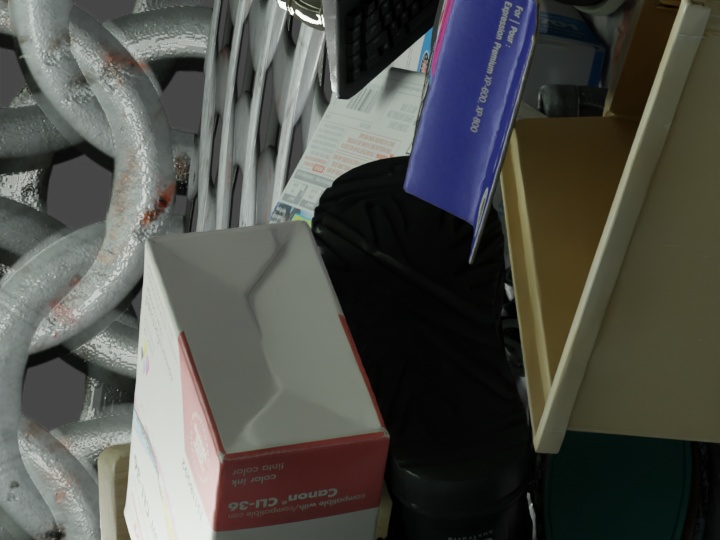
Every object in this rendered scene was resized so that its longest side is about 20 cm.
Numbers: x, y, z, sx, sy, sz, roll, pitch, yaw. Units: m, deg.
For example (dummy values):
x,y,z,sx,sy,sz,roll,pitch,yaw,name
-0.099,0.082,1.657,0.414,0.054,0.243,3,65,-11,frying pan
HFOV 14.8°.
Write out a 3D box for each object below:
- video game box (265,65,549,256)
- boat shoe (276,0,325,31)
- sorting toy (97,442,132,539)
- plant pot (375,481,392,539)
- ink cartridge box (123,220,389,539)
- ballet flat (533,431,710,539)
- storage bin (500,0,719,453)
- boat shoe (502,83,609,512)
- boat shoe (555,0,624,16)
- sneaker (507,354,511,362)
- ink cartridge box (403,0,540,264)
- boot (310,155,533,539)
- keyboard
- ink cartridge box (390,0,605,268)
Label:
x,y,z,sx,sy,sz,roll,pitch,yaw,name
0.000,0.000,1.232,0.182,0.047,0.200,-59,19,-2,video game box
0.032,-0.194,1.304,0.202,0.060,0.072,-57,-31,-16,boat shoe
-0.018,0.174,1.331,0.070,0.200,0.199,14,109,59,sorting toy
0.019,0.174,1.216,0.134,0.200,0.200,-14,69,61,plant pot
-0.045,0.093,1.071,0.200,0.067,0.116,97,158,-44,ink cartridge box
0.107,0.064,1.120,0.074,0.074,0.200,113,162,-60,ballet flat
0.120,-0.070,0.999,0.199,0.094,0.200,-95,14,-48,storage bin
0.086,0.017,1.218,0.074,0.068,0.199,-110,29,-70,boat shoe
0.105,-0.167,1.254,0.201,0.061,0.072,133,143,-74,boat shoe
0.050,0.023,1.472,0.200,0.075,0.082,-107,30,-41,sneaker
0.046,-0.090,1.064,0.200,0.037,0.095,-83,7,-62,ink cartridge box
0.026,0.075,1.094,0.200,0.076,0.168,-103,9,-48,boot
0.047,-0.174,1.261,0.200,0.021,0.127,-45,-36,-34,keyboard
0.054,-0.081,1.426,0.200,0.086,0.146,-106,25,-68,ink cartridge box
